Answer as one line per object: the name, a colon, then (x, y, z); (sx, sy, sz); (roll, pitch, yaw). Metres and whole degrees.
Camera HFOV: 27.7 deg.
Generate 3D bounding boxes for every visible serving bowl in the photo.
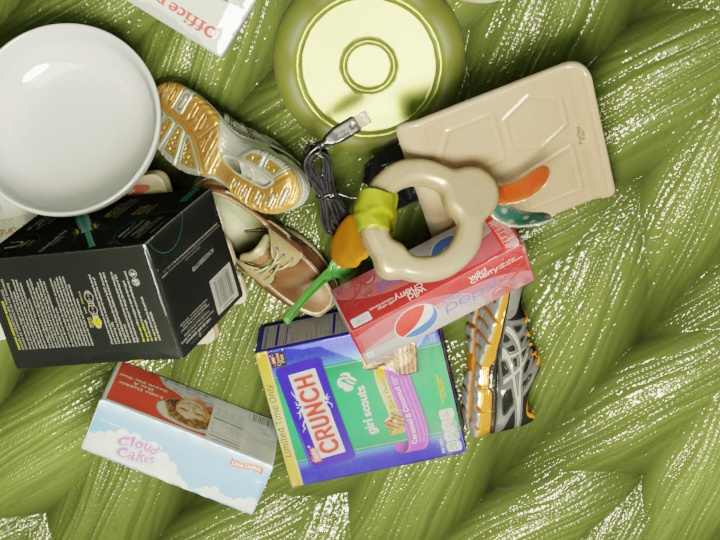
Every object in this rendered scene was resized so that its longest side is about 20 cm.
serving bowl: (-0.297, -0.148, 1.497); (0.200, 0.066, 0.200); (-1, 80, 5)

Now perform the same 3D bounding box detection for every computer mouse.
computer mouse: (0.034, -0.123, 1.508); (0.200, 0.046, 0.140); (-24, 132, 2)

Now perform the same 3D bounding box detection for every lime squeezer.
lime squeezer: (0.000, 0.000, 1.557); (0.200, 0.038, 0.071); (-18, 72, -15)

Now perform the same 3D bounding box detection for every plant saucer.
plant saucer: (0.009, -0.214, 1.507); (0.200, 0.031, 0.200); (0, 109, 1)

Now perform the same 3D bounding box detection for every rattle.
rattle: (0.085, -0.045, 1.486); (0.200, 0.130, 0.143); (-21, 154, -20)

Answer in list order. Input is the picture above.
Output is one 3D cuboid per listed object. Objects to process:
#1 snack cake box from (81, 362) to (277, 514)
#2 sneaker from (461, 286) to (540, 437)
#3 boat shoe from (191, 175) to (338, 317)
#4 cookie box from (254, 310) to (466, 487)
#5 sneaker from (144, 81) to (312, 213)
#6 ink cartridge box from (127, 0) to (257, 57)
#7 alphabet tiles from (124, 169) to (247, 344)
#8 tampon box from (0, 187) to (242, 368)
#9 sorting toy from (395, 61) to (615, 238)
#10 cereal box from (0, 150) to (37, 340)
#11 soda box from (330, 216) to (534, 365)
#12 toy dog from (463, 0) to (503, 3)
snack cake box: (-0.194, 0.182, 1.604); (0.200, 0.115, 0.067); (22, 109, -6)
sneaker: (0.159, 0.085, 1.592); (0.077, 0.078, 0.200); (-1, 113, -13)
boat shoe: (-0.107, -0.022, 1.553); (0.200, 0.074, 0.076); (43, 105, -12)
cookie box: (0.001, 0.131, 1.603); (0.200, 0.075, 0.171); (-12, 110, 6)
sneaker: (-0.137, -0.123, 1.522); (0.200, 0.088, 0.076); (39, 105, 13)
ink cartridge box: (-0.145, -0.334, 1.440); (0.146, 0.083, 0.200); (30, 107, -10)
alphabet tiles: (-0.221, -0.008, 1.554); (0.195, 0.015, 0.200); (-6, 113, 26)
tampon box: (-0.250, 0.008, 1.476); (0.200, 0.150, 0.126); (-4, 114, 25)
sorting toy: (0.151, -0.117, 1.501); (0.200, 0.036, 0.185); (-18, 133, 4)
cereal box: (-0.394, -0.024, 1.576); (0.144, 0.040, 0.200); (-12, 108, 4)
soda box: (0.075, 0.015, 1.510); (0.200, 0.063, 0.070); (-27, 141, -2)
toy dog: (0.057, -0.336, 1.409); (0.200, 0.194, 0.140); (13, 87, 10)
